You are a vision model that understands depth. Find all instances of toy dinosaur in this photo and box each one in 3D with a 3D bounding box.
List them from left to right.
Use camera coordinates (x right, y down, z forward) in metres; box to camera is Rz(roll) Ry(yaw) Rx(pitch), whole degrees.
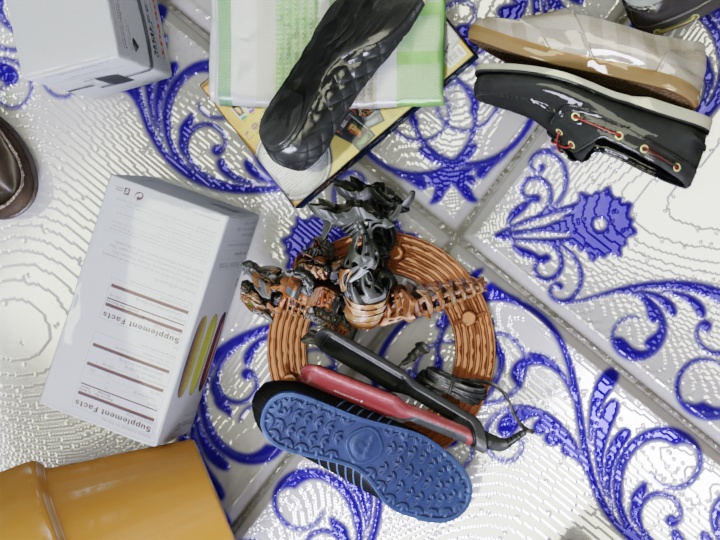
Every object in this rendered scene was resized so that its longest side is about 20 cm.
[{"bbox_3d":[0.000,0.000,1.616,0.198,0.102,0.137,-2,107,-8],"label":"toy dinosaur"}]

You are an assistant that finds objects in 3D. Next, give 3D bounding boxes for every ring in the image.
[{"bbox_3d":[0.016,0.068,1.655,0.198,0.019,0.203,0,91,10],"label":"ring"}]

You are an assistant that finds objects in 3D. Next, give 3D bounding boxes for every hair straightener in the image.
[{"bbox_3d":[0.053,0.090,1.601,0.198,0.041,0.077,20,61,-2],"label":"hair straightener"}]

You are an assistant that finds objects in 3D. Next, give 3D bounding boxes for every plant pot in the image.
[{"bbox_3d":[-0.198,0.234,1.620,0.182,0.200,0.202,-22,88,-6],"label":"plant pot"}]

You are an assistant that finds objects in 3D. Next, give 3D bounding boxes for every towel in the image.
[{"bbox_3d":[-0.026,-0.209,1.619,0.198,0.031,0.151,2,94,8],"label":"towel"}]

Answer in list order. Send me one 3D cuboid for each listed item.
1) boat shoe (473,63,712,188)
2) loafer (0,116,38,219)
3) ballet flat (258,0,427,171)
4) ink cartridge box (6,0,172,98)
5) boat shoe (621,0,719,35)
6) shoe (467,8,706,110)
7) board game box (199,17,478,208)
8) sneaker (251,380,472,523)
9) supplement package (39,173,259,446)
[{"bbox_3d":[0.184,-0.121,1.593,0.200,0.074,0.064,18,86,4],"label":"boat shoe"},{"bbox_3d":[-0.358,-0.127,1.687,0.073,0.071,0.200,-40,85,8],"label":"loafer"},{"bbox_3d":[-0.011,-0.170,1.588,0.066,0.057,0.200,41,93,31],"label":"ballet flat"},{"bbox_3d":[-0.226,-0.227,1.599,0.083,0.200,0.146,-12,90,6],"label":"ink cartridge box"},{"bbox_3d":[0.304,-0.257,1.578,0.200,0.061,0.072,-25,48,5],"label":"boat shoe"},{"bbox_3d":[0.187,-0.181,1.595,0.198,0.070,0.054,16,84,12],"label":"shoe"},{"bbox_3d":[-0.018,-0.168,1.647,0.200,0.035,0.136,-39,85,9],"label":"board game box"},{"bbox_3d":[0.001,0.143,1.622,0.199,0.078,0.071,29,95,-15],"label":"sneaker"},{"bbox_3d":[-0.176,0.031,1.639,0.109,0.114,0.202,19,96,10],"label":"supplement package"}]
